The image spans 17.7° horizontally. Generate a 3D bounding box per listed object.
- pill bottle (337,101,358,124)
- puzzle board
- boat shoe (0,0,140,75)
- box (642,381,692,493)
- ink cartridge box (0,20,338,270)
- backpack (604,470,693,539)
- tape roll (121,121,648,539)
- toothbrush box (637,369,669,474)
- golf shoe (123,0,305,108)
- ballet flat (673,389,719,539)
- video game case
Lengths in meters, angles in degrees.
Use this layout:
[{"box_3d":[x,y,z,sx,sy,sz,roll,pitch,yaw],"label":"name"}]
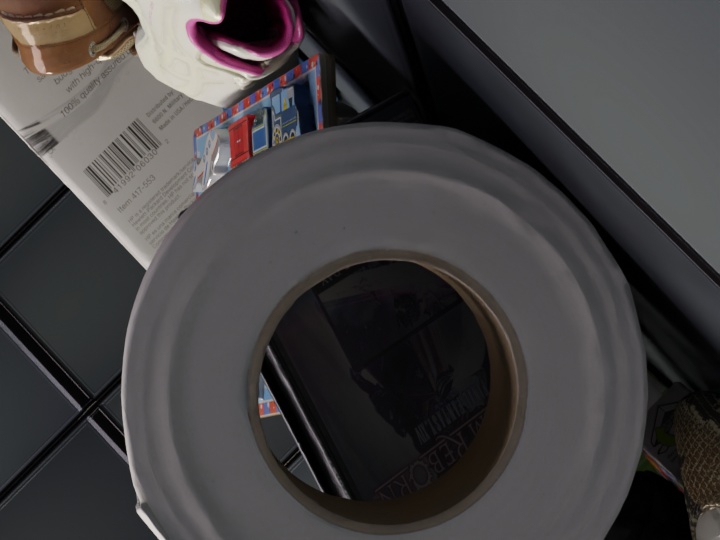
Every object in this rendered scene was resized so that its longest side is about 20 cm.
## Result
[{"box_3d":[0.000,0.000,1.134,0.111,0.110,0.201,47,-168,-41],"label":"pill bottle"},{"box_3d":[-0.048,-0.008,1.084,0.200,0.017,0.152,161,108,-69],"label":"puzzle board"},{"box_3d":[-0.133,-0.139,1.138,0.200,0.075,0.072,-47,-47,-69],"label":"boat shoe"},{"box_3d":[0.203,0.138,1.055,0.110,0.035,0.200,44,177,46],"label":"box"},{"box_3d":[-0.131,-0.117,1.331,0.200,0.146,0.086,46,180,-1],"label":"ink cartridge box"},{"box_3d":[0.141,0.198,0.936,0.200,0.167,0.126,43,157,-10],"label":"backpack"},{"box_3d":[0.006,0.044,0.885,0.203,0.202,0.071,46,178,-6],"label":"tape roll"},{"box_3d":[0.115,0.131,1.176,0.086,0.146,0.200,43,178,39],"label":"toothbrush box"},{"box_3d":[-0.062,-0.112,1.075,0.091,0.075,0.200,41,177,24],"label":"golf shoe"},{"box_3d":[0.180,0.135,0.874,0.200,0.075,0.068,46,149,0],"label":"ballet flat"},{"box_3d":[0.019,0.038,0.973,0.019,0.143,0.201,-24,95,45],"label":"video game case"}]
